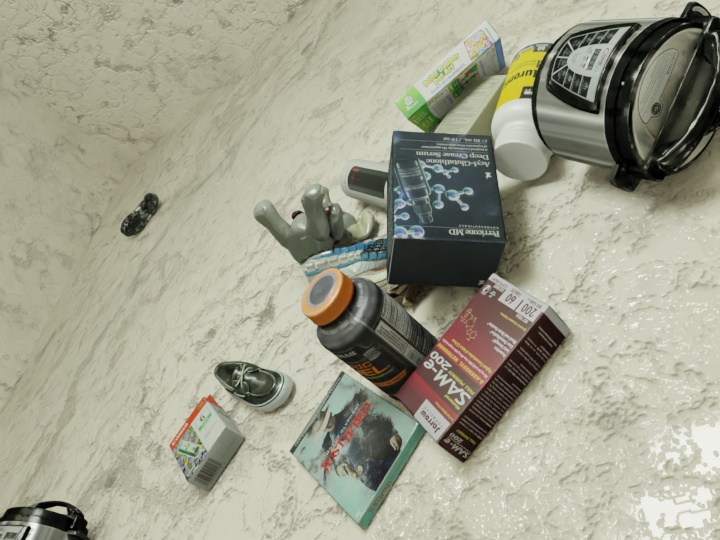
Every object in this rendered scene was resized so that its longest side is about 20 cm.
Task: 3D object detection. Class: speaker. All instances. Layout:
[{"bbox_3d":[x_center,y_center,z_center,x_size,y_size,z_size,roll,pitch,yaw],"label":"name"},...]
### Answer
[{"bbox_3d":[0.037,-0.162,1.107,0.082,0.081,0.199,-53,32,-6],"label":"speaker"}]

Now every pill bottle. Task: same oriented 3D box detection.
[{"bbox_3d":[0.013,0.081,0.772,0.106,0.200,0.107,-31,36,26],"label":"pill bottle"},{"bbox_3d":[0.260,-0.238,0.880,0.110,0.111,0.202,-8,51,46],"label":"pill bottle"}]

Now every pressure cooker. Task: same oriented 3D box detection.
[{"bbox_3d":[-0.622,0.540,1.112,0.179,0.174,0.202,-53,21,44],"label":"pressure cooker"},{"bbox_3d":[0.327,-0.206,0.691,0.177,0.178,0.200,-28,30,-14],"label":"pressure cooker"}]

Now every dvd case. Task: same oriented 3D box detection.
[{"bbox_3d":[-0.011,0.236,0.811,0.147,0.022,0.199,-56,32,-9],"label":"dvd case"}]

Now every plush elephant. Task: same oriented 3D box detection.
[{"bbox_3d":[-0.067,-0.086,1.101,0.163,0.202,0.155,-19,20,37],"label":"plush elephant"}]

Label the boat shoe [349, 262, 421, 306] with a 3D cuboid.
[{"bbox_3d":[0.069,0.019,0.907,0.200,0.075,0.076,-25,77,20],"label":"boat shoe"}]

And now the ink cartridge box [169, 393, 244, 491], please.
[{"bbox_3d":[-0.291,0.297,1.066,0.110,0.050,0.199,-55,33,-8],"label":"ink cartridge box"}]

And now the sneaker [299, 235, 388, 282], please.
[{"bbox_3d":[0.000,0.000,1.003,0.197,0.088,0.075,-11,19,16],"label":"sneaker"}]

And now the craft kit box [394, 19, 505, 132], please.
[{"bbox_3d":[0.168,-0.337,1.055,0.197,0.049,0.200,-42,-6,16],"label":"craft kit box"}]

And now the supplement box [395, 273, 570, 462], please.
[{"bbox_3d":[0.144,0.113,0.710,0.201,0.061,0.109,-51,32,0],"label":"supplement box"}]

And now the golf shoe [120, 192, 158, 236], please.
[{"bbox_3d":[-0.850,-0.214,2.279,0.200,0.078,0.095,-47,15,2],"label":"golf shoe"}]

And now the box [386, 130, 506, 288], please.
[{"bbox_3d":[0.112,-0.088,0.828,0.146,0.108,0.203,2,55,-1],"label":"box"}]

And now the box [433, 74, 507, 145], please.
[{"bbox_3d":[0.184,-0.226,0.991,0.201,0.078,0.095,-54,32,-7],"label":"box"}]

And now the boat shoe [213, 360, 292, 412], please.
[{"bbox_3d":[-0.199,0.199,1.033,0.198,0.071,0.073,-8,50,46],"label":"boat shoe"}]
